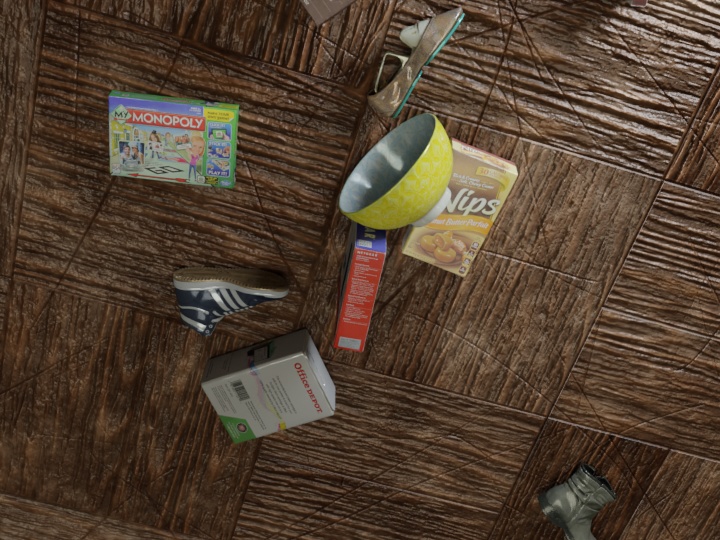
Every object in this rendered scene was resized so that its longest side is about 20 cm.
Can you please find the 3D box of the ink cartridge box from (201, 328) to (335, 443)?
[{"bbox_3d":[-0.160,0.208,1.681,0.199,0.084,0.145,-18,117,12],"label":"ink cartridge box"}]

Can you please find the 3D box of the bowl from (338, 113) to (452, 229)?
[{"bbox_3d":[0.073,-0.129,1.426,0.200,0.200,0.108,-38,114,20],"label":"bowl"}]

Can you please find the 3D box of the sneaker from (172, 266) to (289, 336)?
[{"bbox_3d":[-0.219,0.057,1.606,0.199,0.070,0.109,5,114,7],"label":"sneaker"}]

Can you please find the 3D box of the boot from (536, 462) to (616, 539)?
[{"bbox_3d":[0.446,0.471,1.824,0.131,0.068,0.200,-36,114,13],"label":"boot"}]

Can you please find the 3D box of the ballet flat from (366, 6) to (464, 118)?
[{"bbox_3d":[0.074,-0.318,1.397,0.067,0.068,0.200,33,113,-7],"label":"ballet flat"}]

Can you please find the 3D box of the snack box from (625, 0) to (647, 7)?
[{"bbox_3d":[0.401,-0.472,1.296,0.024,0.072,0.201,6,119,-4],"label":"snack box"}]

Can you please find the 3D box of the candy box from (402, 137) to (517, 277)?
[{"bbox_3d":[0.157,-0.100,1.518,0.115,0.055,0.200,20,118,-8],"label":"candy box"}]

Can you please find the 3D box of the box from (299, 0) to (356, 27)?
[{"bbox_3d":[-0.007,-0.444,1.325,0.200,0.075,0.100,-32,113,16],"label":"box"}]

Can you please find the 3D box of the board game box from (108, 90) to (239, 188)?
[{"bbox_3d":[-0.296,-0.206,1.488,0.199,0.029,0.135,6,120,-2],"label":"board game box"}]

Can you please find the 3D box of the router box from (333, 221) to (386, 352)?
[{"bbox_3d":[0.000,0.000,1.497,0.049,0.200,0.180,10,117,-4],"label":"router box"}]
